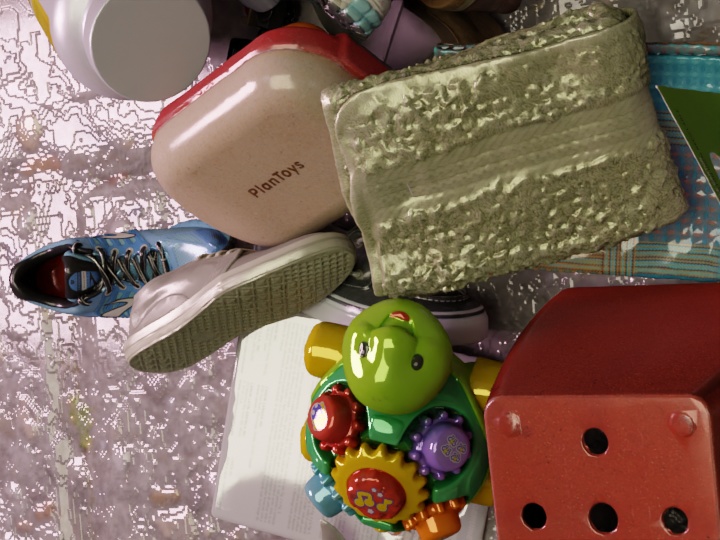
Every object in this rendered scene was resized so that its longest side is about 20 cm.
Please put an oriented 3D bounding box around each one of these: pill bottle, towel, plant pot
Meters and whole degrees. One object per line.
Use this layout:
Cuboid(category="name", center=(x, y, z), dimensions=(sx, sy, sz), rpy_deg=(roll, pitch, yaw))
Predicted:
Cuboid(category="pill bottle", center=(-0.164, -0.183, 1.186), dimensions=(0.113, 0.111, 0.200), rpy_deg=(-70, 25, 16))
Cuboid(category="towel", center=(0.085, -0.065, 1.020), dimensions=(0.198, 0.037, 0.150), rpy_deg=(-15, 110, 11))
Cuboid(category="plant pot", center=(0.173, 0.120, 0.994), dimensions=(0.198, 0.176, 0.202), rpy_deg=(-3, 97, 33))
Cuboid(category="towel", center=(0.142, -0.067, 1.049), dimensions=(0.198, 0.022, 0.148), rpy_deg=(3, 109, 12))

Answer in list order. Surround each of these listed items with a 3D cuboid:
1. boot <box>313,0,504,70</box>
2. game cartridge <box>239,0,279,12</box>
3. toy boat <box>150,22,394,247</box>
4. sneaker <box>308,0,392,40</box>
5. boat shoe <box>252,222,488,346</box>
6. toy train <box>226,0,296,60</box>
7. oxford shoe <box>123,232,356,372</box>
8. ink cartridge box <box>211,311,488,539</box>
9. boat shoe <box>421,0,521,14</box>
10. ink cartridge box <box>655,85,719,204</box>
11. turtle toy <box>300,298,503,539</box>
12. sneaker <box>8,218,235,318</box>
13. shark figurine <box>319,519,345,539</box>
Cuboid(category="boot", center=(0.027, -0.178, 1.149), dimensions=(0.200, 0.075, 0.074), rpy_deg=(53, 134, 34))
Cuboid(category="game cartridge", center=(-0.143, -0.263, 1.183), dimensions=(0.040, 0.133, 0.200), rpy_deg=(-46, 54, 2))
Cuboid(category="toy boat", center=(-0.048, -0.107, 1.132), dimensions=(0.199, 0.130, 0.132), rpy_deg=(-28, 37, 43))
Cuboid(category="sneaker", center=(-0.015, -0.215, 1.103), dimensions=(0.086, 0.078, 0.200), rpy_deg=(-46, 37, 3))
Cuboid(category="boat shoe", center=(0.000, 0.000, 1.167), dimensions=(0.198, 0.072, 0.072), rpy_deg=(16, 106, 33))
Cuboid(category="toy train", center=(-0.065, -0.205, 1.220), dimensions=(0.046, 0.034, 0.202), rpy_deg=(24, 107, 40))
Cuboid(category="oxford shoe", center=(-0.087, 0.010, 1.158), dimensions=(0.199, 0.075, 0.058), rpy_deg=(-26, 57, 34))
Cuboid(category="ink cartridge box", center=(0.002, 0.116, 1.202), dimensions=(0.198, 0.047, 0.162), rpy_deg=(13, 100, 14))
Cuboid(category="boat shoe", center=(0.050, -0.239, 1.124), dimensions=(0.072, 0.071, 0.201), rpy_deg=(-55, 44, 32))
Cuboid(category="ink cartridge box", center=(0.256, -0.053, 0.925), dimensions=(0.075, 0.199, 0.149), rpy_deg=(-32, 77, 29))
Cuboid(category="turtle toy", center=(0.022, 0.095, 1.087), dimensions=(0.144, 0.101, 0.202), rpy_deg=(12, 129, 12))
Cuboid(category="sneaker", center=(-0.177, 0.008, 1.270), dimensions=(0.198, 0.090, 0.079), rpy_deg=(-7, 90, 32))
Cuboid(category="shark figurine", center=(-0.075, 0.243, 1.202), dimensions=(0.212, 0.090, 0.129), rpy_deg=(2, 123, 27))
